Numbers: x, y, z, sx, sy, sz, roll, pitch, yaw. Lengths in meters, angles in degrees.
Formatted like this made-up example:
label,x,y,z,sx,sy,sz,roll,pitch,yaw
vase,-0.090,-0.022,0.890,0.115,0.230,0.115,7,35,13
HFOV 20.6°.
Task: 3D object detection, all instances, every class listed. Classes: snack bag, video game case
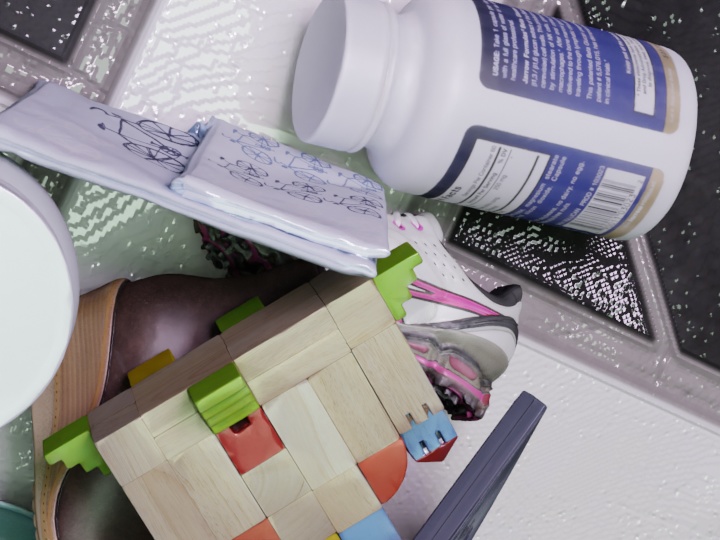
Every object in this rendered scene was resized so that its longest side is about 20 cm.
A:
label,x,y,z,sx,sy,sz,roll,pitch,yaw
snack bag,-0.081,-0.053,0.971,0.200,0.189,0.021,19,102,-3
video game case,0.031,0.161,1.041,0.019,0.200,0.143,34,58,9

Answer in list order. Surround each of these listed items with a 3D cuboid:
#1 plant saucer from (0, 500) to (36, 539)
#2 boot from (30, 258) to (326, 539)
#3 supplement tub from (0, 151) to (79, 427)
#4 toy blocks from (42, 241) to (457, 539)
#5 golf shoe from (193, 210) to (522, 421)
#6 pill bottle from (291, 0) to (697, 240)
label,x,y,z,sx,sy,sz,roll,pitch,yaw
plant saucer,-0.225,0.213,1.063,0.200,0.036,0.200,-3,100,-17
boot,-0.081,0.098,1.014,0.166,0.072,0.200,-9,89,8
supplement tub,-0.214,0.001,0.942,0.145,0.200,0.145,-3,100,-18
toy blocks,-0.031,0.093,0.961,0.200,0.100,0.137,-31,107,-3
golf shoe,0.000,0.000,1.088,0.200,0.073,0.092,33,70,-21
pill bottle,0.070,-0.088,1.069,0.200,0.111,0.111,12,95,-20
